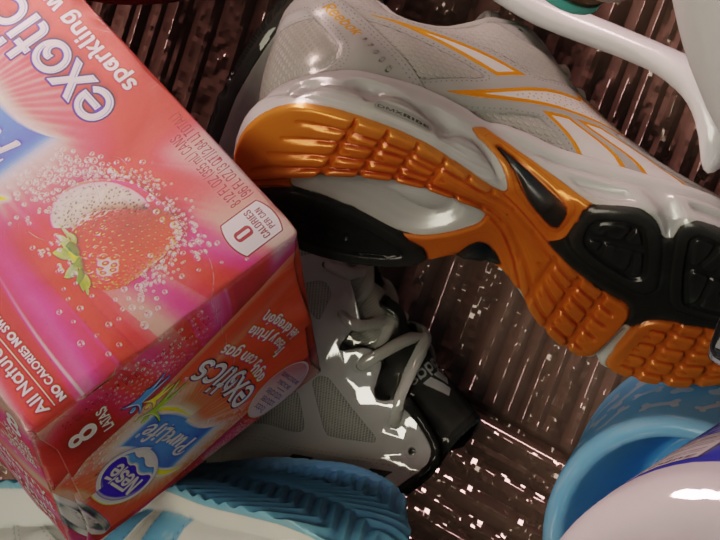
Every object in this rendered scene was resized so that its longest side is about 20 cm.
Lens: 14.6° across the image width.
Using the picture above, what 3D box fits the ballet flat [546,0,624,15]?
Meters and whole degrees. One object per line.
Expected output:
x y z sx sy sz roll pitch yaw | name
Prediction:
0.011 -0.155 0.790 0.200 0.068 0.067 37 117 4 | ballet flat

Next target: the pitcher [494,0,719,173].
0.123 -0.087 0.826 0.171 0.121 0.201 -38 73 31 | pitcher

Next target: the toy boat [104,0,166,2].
-0.069 -0.182 0.889 0.130 0.131 0.201 27 112 21 | toy boat

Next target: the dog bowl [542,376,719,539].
0.147 0.097 0.886 0.199 0.050 0.112 14 107 26 | dog bowl

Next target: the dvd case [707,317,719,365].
0.210 0.047 0.783 0.199 0.150 0.025 26 107 21 | dvd case

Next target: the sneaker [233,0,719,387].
0.060 -0.036 0.871 0.199 0.092 0.076 23 136 -18 | sneaker

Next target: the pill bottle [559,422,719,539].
0.111 0.098 0.762 0.111 0.200 0.113 6 103 26 | pill bottle

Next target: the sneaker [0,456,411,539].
-0.055 0.103 0.909 0.199 0.076 0.081 -7 86 48 | sneaker

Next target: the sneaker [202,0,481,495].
0.000 0.000 0.943 0.115 0.076 0.201 25 118 12 | sneaker

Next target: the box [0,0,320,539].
-0.111 -0.027 0.857 0.099 0.096 0.200 -37 66 -13 | box
